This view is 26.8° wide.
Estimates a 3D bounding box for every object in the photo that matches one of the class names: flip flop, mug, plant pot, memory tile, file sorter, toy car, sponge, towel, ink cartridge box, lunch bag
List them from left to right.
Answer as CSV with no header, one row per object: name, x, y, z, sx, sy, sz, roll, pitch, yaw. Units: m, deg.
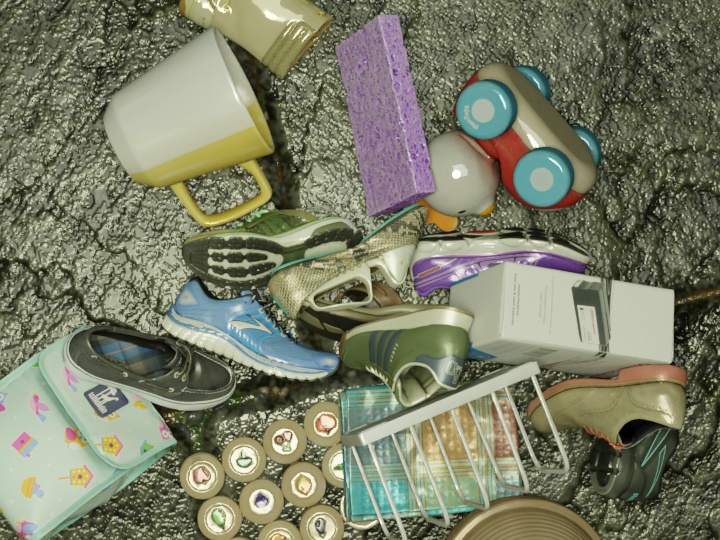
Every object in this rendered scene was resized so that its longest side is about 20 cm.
lunch bag,-0.318,0.176,1.613,0.200,0.122,0.170,-36,81,-16
mug,-0.186,-0.148,1.637,0.153,0.149,0.187,-25,79,4
memory tile,-0.086,0.245,1.662,0.200,0.017,0.154,-22,86,-4
flip flop,0.025,0.041,1.659,0.199,0.081,0.058,0,66,-2
sponge,0.026,-0.168,1.657,0.030,0.112,0.201,-8,84,-29
towel,0.077,0.196,1.659,0.199,0.022,0.147,-3,83,-7
file sorter,0.101,0.191,1.584,0.200,0.139,0.125,-22,87,-10
toy car,0.137,-0.106,1.650,0.200,0.184,0.177,-41,87,24
plant pot,0.181,0.346,1.610,0.200,0.093,0.201,0,91,-5
ink cartridge box,0.209,0.055,1.589,0.200,0.145,0.084,10,77,-19

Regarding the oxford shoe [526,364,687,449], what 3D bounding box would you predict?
oxford shoe,0.256,0.154,1.601,0.070,0.200,0.075,19,62,-37

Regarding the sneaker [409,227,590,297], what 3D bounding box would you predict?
sneaker,0.154,-0.003,1.675,0.199,0.081,0.084,-2,102,5

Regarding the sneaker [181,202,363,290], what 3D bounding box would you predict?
sneaker,-0.102,-0.036,1.651,0.200,0.089,0.077,-5,129,-20

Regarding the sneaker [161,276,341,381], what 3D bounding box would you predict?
sneaker,-0.112,0.063,1.648,0.200,0.079,0.089,22,87,1

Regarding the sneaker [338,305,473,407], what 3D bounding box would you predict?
sneaker,0.040,0.101,1.589,0.067,0.200,0.090,19,66,-33

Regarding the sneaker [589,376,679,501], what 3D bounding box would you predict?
sneaker,0.310,0.158,1.664,0.079,0.075,0.201,17,84,-21

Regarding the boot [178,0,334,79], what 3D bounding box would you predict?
boot,-0.089,-0.331,1.688,0.155,0.073,0.200,34,86,2

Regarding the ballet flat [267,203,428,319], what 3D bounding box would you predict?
ballet flat,0.000,0.000,1.615,0.200,0.068,0.075,-25,70,-17

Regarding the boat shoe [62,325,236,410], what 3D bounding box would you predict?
boat shoe,-0.215,0.097,1.609,0.200,0.066,0.070,19,60,-26
